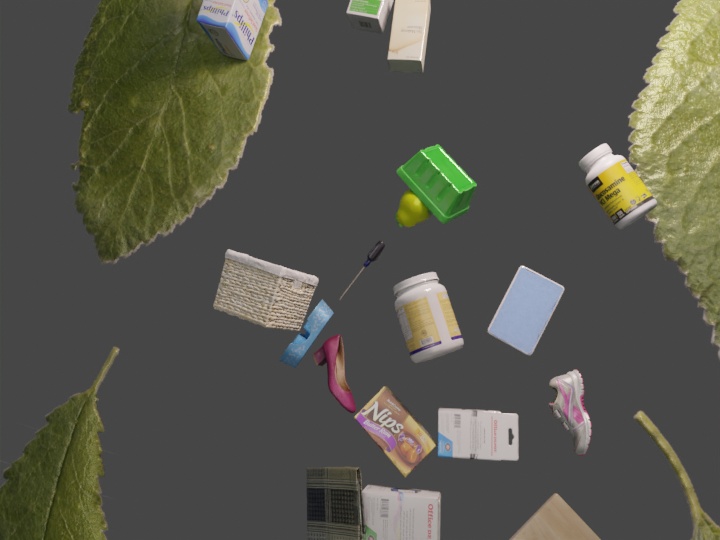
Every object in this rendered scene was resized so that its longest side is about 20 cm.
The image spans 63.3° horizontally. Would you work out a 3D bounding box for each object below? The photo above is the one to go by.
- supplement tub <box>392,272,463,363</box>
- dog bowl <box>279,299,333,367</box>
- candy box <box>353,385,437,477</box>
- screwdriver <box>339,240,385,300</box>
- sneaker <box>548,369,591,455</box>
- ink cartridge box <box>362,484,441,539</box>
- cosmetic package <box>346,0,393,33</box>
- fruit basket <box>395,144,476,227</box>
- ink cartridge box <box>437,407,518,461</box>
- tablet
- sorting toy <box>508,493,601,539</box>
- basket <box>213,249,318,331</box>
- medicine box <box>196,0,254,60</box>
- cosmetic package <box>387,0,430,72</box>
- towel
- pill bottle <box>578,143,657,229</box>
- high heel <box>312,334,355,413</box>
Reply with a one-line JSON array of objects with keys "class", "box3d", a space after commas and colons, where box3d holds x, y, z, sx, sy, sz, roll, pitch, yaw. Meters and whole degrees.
[{"class": "supplement tub", "box3d": [0.170, 0.122, 1.503, 0.143, 0.145, 0.204, -19, 77, 7]}, {"class": "dog bowl", "box3d": [-0.142, 0.174, 1.574, 0.049, 0.111, 0.202, 34, 88, 1]}, {"class": "candy box", "box3d": [0.091, 0.413, 1.514, 0.117, 0.056, 0.200, -43, 77, 1]}, {"class": "screwdriver", "box3d": [0.000, 0.000, 1.617, 0.201, 0.028, 0.029, -50, 45, 0]}, {"class": "sneaker", "box3d": [0.512, 0.351, 1.439, 0.086, 0.081, 0.204, -8, 71, 10]}, {"class": "ink cartridge box", "box3d": [0.102, 0.626, 1.459, 0.196, 0.087, 0.149, 0, 81, 13]}, {"class": "cosmetic package", "box3d": [0.042, -0.817, 1.719, 0.106, 0.085, 0.204, 14, 84, 15]}, {"class": "fruit basket", "box3d": [0.183, -0.204, 1.580, 0.213, 0.154, 0.220, 20, 121, 36]}, {"class": "ink cartridge box", "box3d": [0.294, 0.411, 1.470, 0.196, 0.068, 0.119, 1, 81, 11]}, {"class": "tablet", "box3d": [0.431, 0.104, 1.525, 0.129, 0.014, 0.202, 28, 87, 13]}, {"class": "sorting toy", "box3d": [0.469, 0.675, 1.392, 0.199, 0.070, 0.200, -45, 75, 0]}, {"class": "basket", "box3d": [-0.249, 0.057, 1.554, 0.197, 0.198, 0.164, 14, 87, 25]}, {"class": "medicine box", "box3d": [-0.376, -0.769, 1.737, 0.101, 0.182, 0.204, 16, 84, 13]}, {"class": "cosmetic package", "box3d": [0.141, -0.682, 1.683, 0.101, 0.073, 0.204, 5, 80, 11]}, {"class": "towel", "box3d": [-0.063, 0.599, 1.482, 0.198, 0.034, 0.197, -15, 71, 41]}, {"class": "pill bottle", "box3d": [0.648, -0.216, 1.488, 0.111, 0.112, 0.202, -32, 76, 4]}, {"class": "high heel", "box3d": [-0.047, 0.273, 1.554, 0.096, 0.067, 0.201, -38, 72, 13]}]
